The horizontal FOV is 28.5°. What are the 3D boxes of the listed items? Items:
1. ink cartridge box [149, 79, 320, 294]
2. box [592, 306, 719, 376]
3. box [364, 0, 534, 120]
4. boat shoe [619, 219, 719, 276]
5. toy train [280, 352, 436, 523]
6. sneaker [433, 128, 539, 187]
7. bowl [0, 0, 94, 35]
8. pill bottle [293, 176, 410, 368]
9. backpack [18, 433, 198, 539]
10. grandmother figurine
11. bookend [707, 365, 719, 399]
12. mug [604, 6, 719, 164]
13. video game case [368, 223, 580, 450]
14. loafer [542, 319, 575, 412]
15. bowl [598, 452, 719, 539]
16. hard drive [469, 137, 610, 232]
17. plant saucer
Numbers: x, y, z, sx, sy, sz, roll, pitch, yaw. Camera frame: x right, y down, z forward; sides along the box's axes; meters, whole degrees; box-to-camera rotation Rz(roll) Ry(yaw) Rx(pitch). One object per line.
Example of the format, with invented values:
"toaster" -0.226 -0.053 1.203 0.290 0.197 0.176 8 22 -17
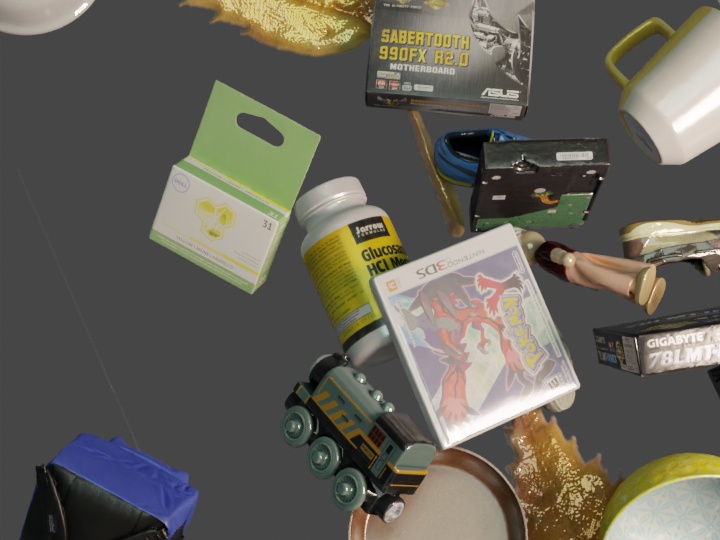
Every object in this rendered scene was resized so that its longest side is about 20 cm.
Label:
"ink cartridge box" -0.145 -0.093 1.621 0.145 0.048 0.201 28 119 9
"box" 0.373 0.072 1.555 0.198 0.199 0.050 -9 93 -3
"box" 0.110 -0.273 1.735 0.198 0.048 0.160 6 74 1
"boat shoe" 0.402 -0.025 1.658 0.198 0.073 0.066 -2 84 3
"toy train" -0.005 0.179 1.545 0.200 0.085 0.114 46 109 37
"sneaker" 0.185 -0.130 1.679 0.198 0.079 0.067 7 71 0
"bowl" -0.417 -0.401 1.750 0.199 0.090 0.203 0 73 -1
"pill bottle" 0.000 0.000 1.619 0.112 0.113 0.201 -23 75 -7
"backpack" -0.269 0.295 1.506 0.162 0.168 0.201 27 107 12
"grandmother figurine" 0.247 -0.005 1.623 0.199 0.121 0.061 21 73 32
"bookend" 0.476 0.162 1.529 0.091 0.199 0.201 -21 74 -5
"mug" 0.383 -0.209 1.692 0.153 0.187 0.150 -39 110 -2
"video game case" 0.126 0.070 1.555 0.181 0.023 0.202 -21 85 -20
"loafer" 0.183 0.071 1.629 0.070 0.070 0.202 -18 82 -47
"bowl" 0.346 0.265 1.533 0.198 0.202 0.108 -4 31 -2
"hard drive" 0.198 -0.095 1.604 0.138 0.200 0.038 -2 71 0
"plant saucer" 0.085 0.296 1.573 0.198 0.035 0.202 0 72 0
